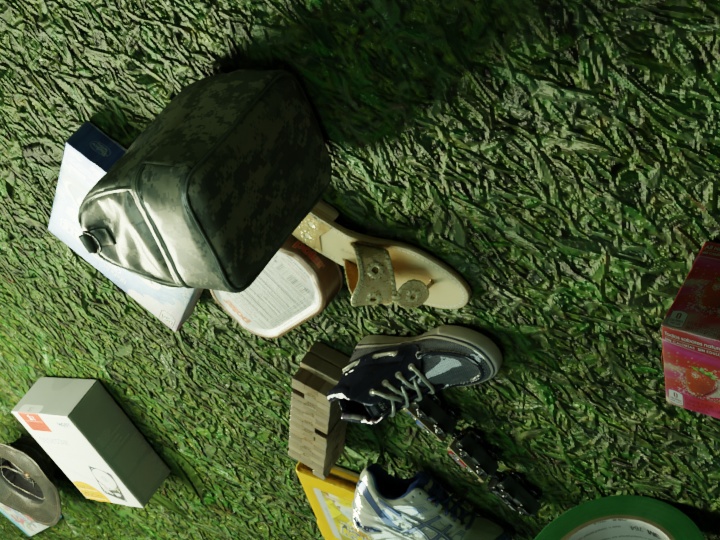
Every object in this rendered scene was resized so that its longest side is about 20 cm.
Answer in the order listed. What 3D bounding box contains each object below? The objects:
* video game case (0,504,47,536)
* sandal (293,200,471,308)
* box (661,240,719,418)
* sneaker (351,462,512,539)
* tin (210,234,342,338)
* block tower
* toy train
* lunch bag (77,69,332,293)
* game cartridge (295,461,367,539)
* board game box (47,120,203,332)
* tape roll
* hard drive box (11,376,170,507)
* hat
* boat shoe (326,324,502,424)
[{"bbox_3d":[-0.657,0.447,2.443,0.143,0.018,0.200,43,147,-10],"label":"video game case"},{"bbox_3d":[-0.001,0.003,1.232,0.210,0.070,0.078,29,147,12],"label":"sandal"},{"bbox_3d":[0.337,0.063,0.960,0.198,0.100,0.096,16,142,30],"label":"box"},{"bbox_3d":[0.084,0.286,1.497,0.197,0.075,0.089,11,112,11],"label":"sneaker"},{"bbox_3d":[-0.095,0.012,1.364,0.112,0.042,0.200,47,146,-7],"label":"tin"},{"bbox_3d":[-0.048,0.167,1.493,0.057,0.054,0.201,27,145,16],"label":"block tower"},{"bbox_3d":[0.121,0.199,1.396,0.200,0.034,0.046,44,159,-12],"label":"toy train"},{"bbox_3d":[-0.144,-0.084,1.148,0.166,0.201,0.141,5,134,34],"label":"lunch bag"},{"bbox_3d":[0.013,0.337,1.665,0.174,0.033,0.202,15,139,31],"label":"game cartridge"},{"bbox_3d":[-0.256,-0.044,1.438,0.199,0.043,0.199,38,148,2],"label":"board game box"},{"bbox_3d":[0.253,0.316,1.256,0.198,0.201,0.049,5,136,39],"label":"tape roll"},{"bbox_3d":[-0.406,0.258,1.921,0.154,0.077,0.201,-3,130,44],"label":"hard drive box"},{"bbox_3d":[-0.566,0.338,2.170,0.198,0.081,0.202,18,136,19],"label":"hat"},{"bbox_3d":[0.052,0.115,1.298,0.199,0.093,0.075,-11,125,49],"label":"boat shoe"}]
